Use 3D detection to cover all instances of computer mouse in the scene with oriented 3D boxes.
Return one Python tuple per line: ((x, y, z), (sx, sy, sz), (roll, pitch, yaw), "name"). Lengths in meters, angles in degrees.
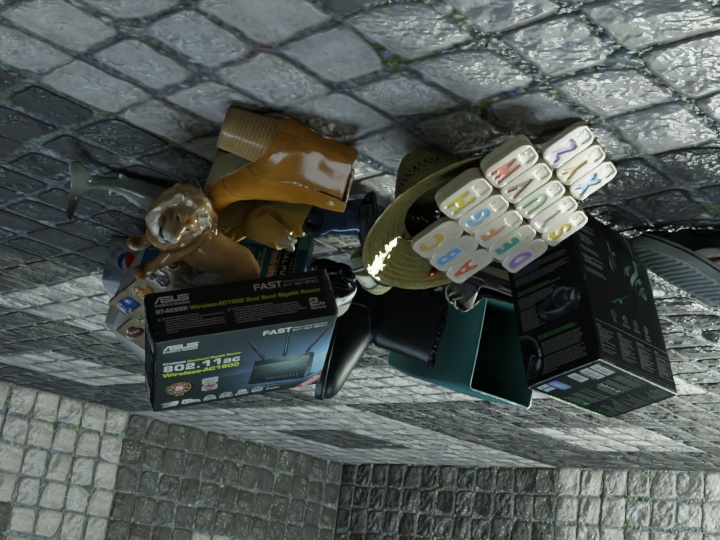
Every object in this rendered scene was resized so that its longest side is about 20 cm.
((0.000, 0.000, 1.190), (0.199, 0.034, 0.059), (-12, 120, 52), "computer mouse")

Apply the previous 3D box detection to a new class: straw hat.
((0.073, -0.072, 0.987), (0.199, 0.086, 0.202), (-19, 149, -12), "straw hat")

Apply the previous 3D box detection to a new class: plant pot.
((0.146, 0.113, 1.516), (0.141, 0.143, 0.199), (22, 166, -40), "plant pot")

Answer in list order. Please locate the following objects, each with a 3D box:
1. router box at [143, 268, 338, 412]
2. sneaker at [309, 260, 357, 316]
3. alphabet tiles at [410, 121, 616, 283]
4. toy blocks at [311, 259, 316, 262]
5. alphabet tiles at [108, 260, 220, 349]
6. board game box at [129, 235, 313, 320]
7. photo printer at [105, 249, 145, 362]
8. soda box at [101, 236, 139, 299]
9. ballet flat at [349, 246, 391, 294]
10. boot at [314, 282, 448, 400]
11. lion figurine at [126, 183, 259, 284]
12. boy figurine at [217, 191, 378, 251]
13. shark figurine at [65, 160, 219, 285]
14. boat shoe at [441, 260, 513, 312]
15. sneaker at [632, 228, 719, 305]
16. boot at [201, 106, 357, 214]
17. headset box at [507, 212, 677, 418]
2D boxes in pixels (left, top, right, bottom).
((-0.132, 0.077, 1.098), (0.198, 0.063, 0.151), (-9, 147, -17), "router box")
((-0.105, 0.031, 1.308), (0.197, 0.075, 0.080), (6, 144, -2), "sneaker")
((0.149, -0.057, 0.966), (0.195, 0.015, 0.200), (-34, 149, 14), "alphabet tiles")
((-0.109, 0.055, 1.423), (0.099, 0.138, 0.200), (2, 162, 17), "toy blocks")
((-0.189, 0.051, 1.180), (0.167, 0.008, 0.199), (37, 128, -25), "alphabet tiles")
((-0.164, 0.002, 1.240), (0.197, 0.152, 0.047), (8, 135, 1), "board game box")
((-0.270, 0.034, 1.383), (0.069, 0.168, 0.200), (25, 166, 9), "photo printer")
((-0.337, 0.014, 1.512), (0.063, 0.069, 0.200), (9, 163, -5), "soda box")
((0.024, -0.016, 1.239), (0.070, 0.072, 0.200), (13, 159, -18), "ballet flat")
((0.030, 0.098, 1.418), (0.161, 0.201, 0.073), (14, 167, 0), "boot")
((-0.160, -0.018, 1.061), (0.122, 0.073, 0.200), (-29, 146, 22), "lion figurine")
((-0.081, -0.050, 1.124), (0.197, 0.065, 0.125), (-3, -155, 7), "boy figurine")
((-0.230, -0.083, 1.172), (0.213, 0.129, 0.089), (32, 130, -18), "shark figurine")
((0.134, 0.010, 1.276), (0.197, 0.074, 0.075), (3, 163, 15), "boat shoe")
((0.402, -0.007, 1.115), (0.199, 0.080, 0.079), (28, 166, 24), "sneaker")
((-0.084, -0.085, 1.038), (0.143, 0.071, 0.201), (21, 153, -8), "boot")
((0.250, 0.040, 1.123), (0.092, 0.202, 0.173), (-26, 147, 35), "headset box")
